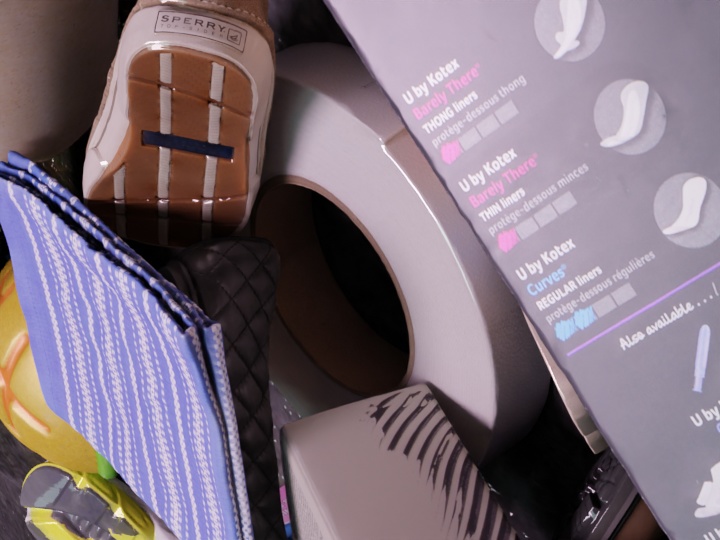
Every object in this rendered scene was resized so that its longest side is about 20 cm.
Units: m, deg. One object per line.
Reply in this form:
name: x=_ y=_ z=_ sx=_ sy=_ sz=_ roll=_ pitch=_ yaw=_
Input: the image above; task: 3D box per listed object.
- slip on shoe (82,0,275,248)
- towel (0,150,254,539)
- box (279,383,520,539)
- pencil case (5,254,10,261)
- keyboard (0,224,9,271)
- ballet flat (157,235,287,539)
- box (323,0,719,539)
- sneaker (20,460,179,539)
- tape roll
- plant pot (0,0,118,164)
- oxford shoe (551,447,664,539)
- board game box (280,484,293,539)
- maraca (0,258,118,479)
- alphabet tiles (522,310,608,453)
slip on shoe: x=-0.073 y=-0.069 z=0.755 sx=0.076 sy=0.061 sz=0.200 roll=10 pitch=156 yaw=-4
towel: x=-0.106 y=0.044 z=0.792 sx=0.200 sy=0.024 sz=0.145 roll=36 pitch=141 yaw=49
box: x=0.031 y=0.137 z=0.695 sx=0.200 sy=0.068 sz=0.082 roll=-121 pitch=20 yaw=-50
pencil case: x=-0.250 y=-0.005 z=1.000 sx=0.087 sy=0.200 sz=0.078 roll=-35 pitch=94 yaw=20
keyboard: x=-0.201 y=-0.002 z=0.947 sx=0.021 sy=0.127 sz=0.201 roll=21 pitch=106 yaw=5
ballet flat: x=-0.044 y=0.084 z=0.799 sx=0.066 sy=0.057 sz=0.201 roll=14 pitch=116 yaw=62
box: x=0.102 y=-0.032 z=0.504 sx=0.106 sy=0.122 sz=0.201 roll=-34 pitch=87 yaw=33
sneaker: x=-0.091 y=0.154 z=1.036 sx=0.200 sy=0.085 sz=0.075 roll=38 pitch=124 yaw=-3
tape roll: x=0.000 y=0.000 z=0.794 sx=0.203 sy=0.037 sz=0.204 roll=37 pitch=143 yaw=34
plant pot: x=-0.182 y=-0.145 z=0.812 sx=0.200 sy=0.200 sz=0.184 roll=45 pitch=158 yaw=23
oxford shoe: x=0.109 y=0.145 z=0.746 sx=0.084 sy=0.073 sz=0.201 roll=19 pitch=133 yaw=13
board game box: x=-0.052 y=0.200 z=0.882 sx=0.040 sy=0.200 sz=0.154 roll=15 pitch=129 yaw=49
maraca: x=-0.152 y=0.038 z=0.991 sx=0.200 sy=0.106 sz=0.138 roll=-145 pitch=46 yaw=-74
alphabet tiles: x=0.039 y=-0.037 z=0.609 sx=0.196 sy=0.015 sz=0.201 roll=48 pitch=-163 yaw=-72
